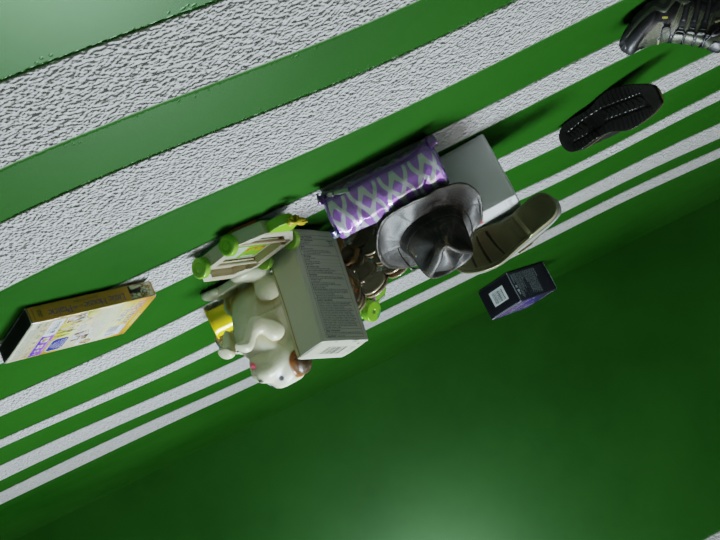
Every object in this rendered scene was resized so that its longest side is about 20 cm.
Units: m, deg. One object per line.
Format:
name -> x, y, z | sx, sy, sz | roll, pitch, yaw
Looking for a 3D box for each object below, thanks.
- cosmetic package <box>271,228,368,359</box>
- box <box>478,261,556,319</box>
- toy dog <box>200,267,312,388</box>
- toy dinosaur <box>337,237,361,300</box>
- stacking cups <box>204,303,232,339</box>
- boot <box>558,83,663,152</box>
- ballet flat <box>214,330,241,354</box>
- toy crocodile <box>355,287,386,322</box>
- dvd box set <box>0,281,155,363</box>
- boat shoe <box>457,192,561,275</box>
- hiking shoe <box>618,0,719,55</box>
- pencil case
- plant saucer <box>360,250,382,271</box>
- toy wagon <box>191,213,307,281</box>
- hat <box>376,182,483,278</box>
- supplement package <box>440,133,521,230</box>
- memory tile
cosmetic package -> -0.072, 0.038, 1.563 | 0.103, 0.201, 0.073 | 3, 150, -43
box -> 0.505, 0.064, 3.096 | 0.200, 0.105, 0.148 | -15, 163, -41
toy dog -> -0.162, 0.106, 1.662 | 0.139, 0.201, 0.194 | -25, 170, 37
toy dinosaur -> -0.038, -0.001, 1.664 | 0.200, 0.106, 0.060 | 12, 162, 44
stacking cups -> -0.188, 0.055, 1.786 | 0.200, 0.061, 0.061 | -28, 168, -10
boot -> 0.463, -0.280, 1.701 | 0.138, 0.078, 0.200 | -20, 180, -45
ballet flat -> -0.182, 0.118, 1.847 | 0.200, 0.071, 0.071 | -19, 166, -28
toy crocodile -> -0.027, 0.076, 1.671 | 0.067, 0.062, 0.200 | 13, -141, 41
dvd box set -> -0.422, 0.076, 1.439 | 0.200, 0.029, 0.146 | -15, 163, -40
boat shoe -> 0.248, -0.053, 1.603 | 0.200, 0.075, 0.068 | -32, 162, 19
hiking shoe -> 0.463, -0.344, 1.344 | 0.200, 0.101, 0.076 | -28, 167, 8
pencil case -> 0.033, -0.125, 1.435 | 0.200, 0.084, 0.086 | -28, 131, 2
plant saucer -> 0.045, -0.044, 1.754 | 0.201, 0.039, 0.201 | -30, -162, 11
toy wagon -> -0.160, -0.041, 1.473 | 0.200, 0.040, 0.155 | -36, 165, 34
hat -> 0.119, -0.039, 1.471 | 0.200, 0.081, 0.201 | -18, 149, -11
supplement package -> 0.150, -0.116, 1.599 | 0.200, 0.120, 0.121 | -29, 166, 10
memory tile -> 0.000, 0.000, 1.668 | 0.153, 0.017, 0.200 | -45, -152, -1
